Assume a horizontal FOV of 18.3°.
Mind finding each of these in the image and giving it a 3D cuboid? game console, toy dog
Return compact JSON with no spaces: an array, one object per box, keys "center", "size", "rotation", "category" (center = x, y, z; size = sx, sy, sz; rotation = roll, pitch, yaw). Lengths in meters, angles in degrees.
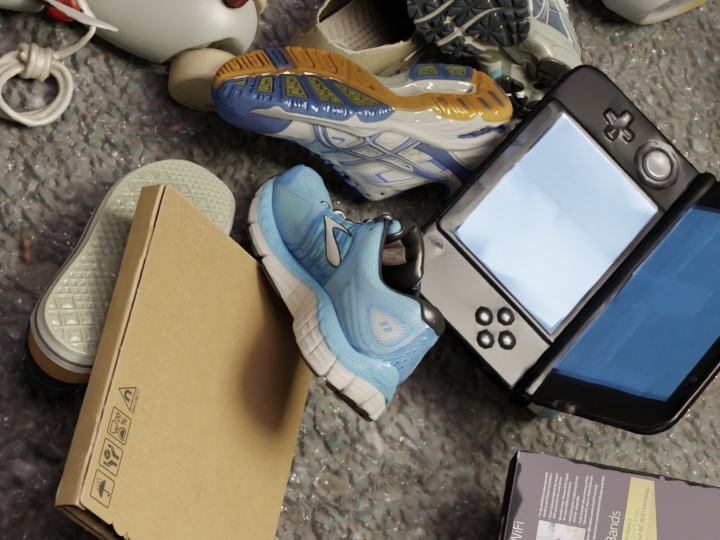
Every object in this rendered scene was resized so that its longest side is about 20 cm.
[{"center":[0.151,-0.019,1.319],"size":[0.172,0.119,0.200],"rotation":[45,66,-3],"category":"game console"},{"center":[-0.138,-0.168,1.359],"size":[0.198,0.096,0.133],"rotation":[-5,69,-25],"category":"toy dog"}]

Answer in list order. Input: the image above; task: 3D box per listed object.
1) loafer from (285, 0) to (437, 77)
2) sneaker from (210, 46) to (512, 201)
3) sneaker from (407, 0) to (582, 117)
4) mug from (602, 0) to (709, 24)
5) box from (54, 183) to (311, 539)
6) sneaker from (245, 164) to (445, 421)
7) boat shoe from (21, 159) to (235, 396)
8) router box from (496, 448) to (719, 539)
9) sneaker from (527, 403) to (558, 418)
[{"center":[0.024,-0.172,1.448],"size":[0.076,0.067,0.200],"rotation":[41,58,-1],"category":"loafer"},{"center":[-0.003,-0.080,1.378],"size":[0.198,0.089,0.076],"rotation":[6,36,-24],"category":"sneaker"},{"center":[0.082,-0.178,1.433],"size":[0.200,0.077,0.087],"rotation":[48,33,-52],"category":"sneaker"},{"center":[0.213,-0.260,1.531],"size":[0.185,0.149,0.154],"rotation":[-20,83,-22],"category":"mug"},{"center":[-0.091,0.077,1.262],"size":[0.163,0.021,0.202],"rotation":[43,48,-42],"category":"box"},{"center":[0.000,0.000,1.303],"size":[0.078,0.090,0.201],"rotation":[43,12,-40],"category":"sneaker"},{"center":[-0.137,0.002,1.304],"size":[0.074,0.062,0.200],"rotation":[36,43,-2],"category":"boat shoe"},{"center":[0.147,0.216,1.280],"size":[0.156,0.052,0.202],"rotation":[11,77,0],"category":"router box"},{"center":[0.123,-0.019,1.414],"size":[0.130,0.080,0.201],"rotation":[38,57,-4],"category":"sneaker"}]
